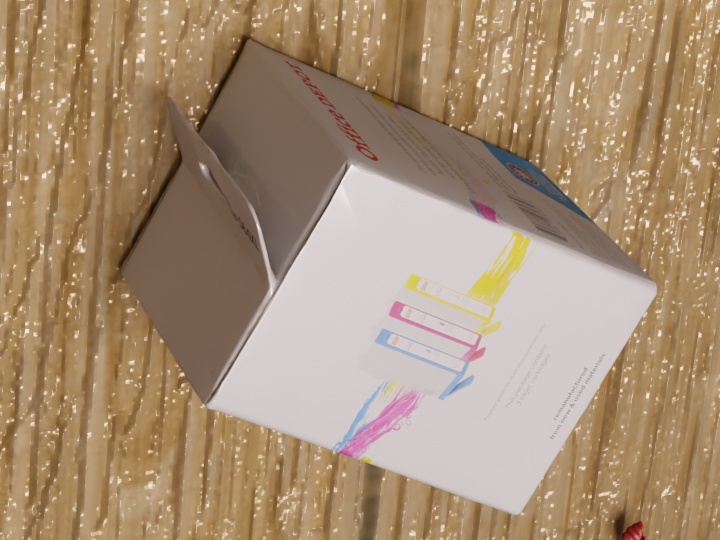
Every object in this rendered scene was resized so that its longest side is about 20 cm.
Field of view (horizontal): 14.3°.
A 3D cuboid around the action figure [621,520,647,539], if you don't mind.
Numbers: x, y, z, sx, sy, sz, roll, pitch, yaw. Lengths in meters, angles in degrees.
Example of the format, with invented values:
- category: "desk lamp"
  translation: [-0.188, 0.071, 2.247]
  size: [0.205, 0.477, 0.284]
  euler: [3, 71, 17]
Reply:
- category: "action figure"
  translation: [0.120, 0.164, 1.438]
  size: [0.199, 0.065, 0.099]
  euler: [12, 128, -30]

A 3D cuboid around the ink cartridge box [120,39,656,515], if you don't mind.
- category: "ink cartridge box"
  translation: [0.000, 0.000, 1.256]
  size: [0.200, 0.129, 0.125]
  euler: [21, 107, -32]
